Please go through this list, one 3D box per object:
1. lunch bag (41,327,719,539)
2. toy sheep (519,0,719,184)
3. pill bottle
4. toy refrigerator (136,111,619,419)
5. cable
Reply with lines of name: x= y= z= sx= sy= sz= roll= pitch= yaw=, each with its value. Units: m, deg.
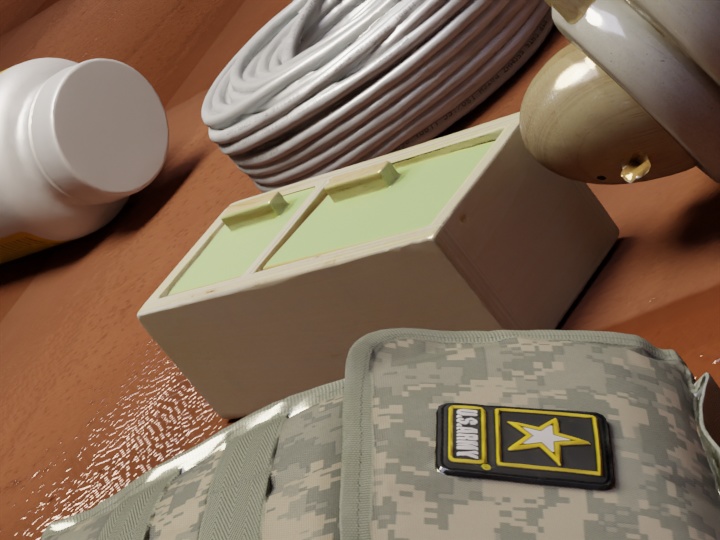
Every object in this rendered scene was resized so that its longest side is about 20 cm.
lunch bag: x=0.011 y=0.097 z=0.578 sx=0.199 sy=0.118 sz=0.164 roll=-28 pitch=21 yaw=13
toy sheep: x=0.135 y=-0.108 z=0.787 sx=0.200 sy=0.138 sz=0.138 roll=-45 pitch=18 yaw=9
pill bottle: x=-0.204 y=-0.067 z=1.357 sx=0.200 sy=0.111 sz=0.111 roll=-14 pitch=31 yaw=50
toy refrigerator: x=0.000 y=0.000 z=0.887 sx=0.200 sy=0.070 sz=0.076 roll=-15 pitch=31 yaw=52
cable: x=0.011 y=-0.117 z=1.140 sx=0.200 sy=0.069 sz=0.200 roll=-42 pitch=18 yaw=-7
